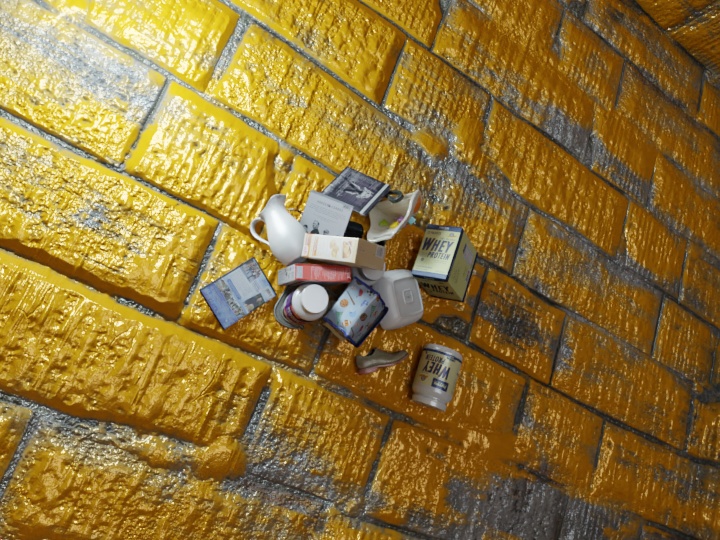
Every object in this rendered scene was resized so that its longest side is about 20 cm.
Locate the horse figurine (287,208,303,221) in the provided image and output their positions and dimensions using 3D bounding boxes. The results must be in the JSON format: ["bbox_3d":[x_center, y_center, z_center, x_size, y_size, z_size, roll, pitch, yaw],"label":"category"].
[{"bbox_3d":[-0.166,-0.135,1.699,0.131,0.050,0.203,-6,86,-26],"label":"horse figurine"}]

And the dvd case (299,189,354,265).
[{"bbox_3d":[-0.122,-0.136,1.643,0.148,0.025,0.203,20,92,-6],"label":"dvd case"}]

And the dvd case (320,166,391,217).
[{"bbox_3d":[-0.016,-0.269,1.733,0.149,0.199,0.016,-48,148,-22],"label":"dvd case"}]

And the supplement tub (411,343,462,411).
[{"bbox_3d":[0.262,0.371,1.783,0.144,0.145,0.202,25,73,-20],"label":"supplement tub"}]

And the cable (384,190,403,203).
[{"bbox_3d":[0.077,-0.253,1.755,0.097,0.198,0.051,-53,133,-32],"label":"cable"}]

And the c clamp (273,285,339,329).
[{"bbox_3d":[-0.181,0.110,1.673,0.171,0.027,0.201,41,68,-15],"label":"c clamp"}]

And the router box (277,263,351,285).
[{"bbox_3d":[-0.146,0.018,1.587,0.177,0.199,0.050,3,83,-24],"label":"router box"}]

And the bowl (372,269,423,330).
[{"bbox_3d":[0.139,0.094,1.772,0.198,0.074,0.203,-9,86,-42],"label":"bowl"}]

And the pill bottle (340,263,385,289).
[{"bbox_3d":[0.000,0.000,1.677,0.111,0.199,0.114,4,81,-24],"label":"pill bottle"}]

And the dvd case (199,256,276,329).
[{"bbox_3d":[-0.376,0.068,1.591,0.199,0.018,0.144,-34,97,-24],"label":"dvd case"}]

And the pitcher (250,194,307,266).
[{"bbox_3d":[-0.250,-0.105,1.586,0.121,0.171,0.202,-12,70,-58],"label":"pitcher"}]

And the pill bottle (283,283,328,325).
[{"bbox_3d":[-0.162,0.101,1.561,0.110,0.200,0.113,4,77,-19],"label":"pill bottle"}]

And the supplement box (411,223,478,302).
[{"bbox_3d":[0.301,-0.025,1.812,0.200,0.133,0.202,43,62,-51],"label":"supplement box"}]

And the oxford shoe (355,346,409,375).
[{"bbox_3d":[0.075,0.293,1.748,0.198,0.070,0.076,-13,83,-27],"label":"oxford shoe"}]

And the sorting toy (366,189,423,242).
[{"bbox_3d":[0.104,-0.161,1.714,0.107,0.198,0.181,57,47,-24],"label":"sorting toy"}]

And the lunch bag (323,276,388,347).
[{"bbox_3d":[-0.004,0.141,1.600,0.123,0.200,0.171,36,80,21],"label":"lunch bag"}]

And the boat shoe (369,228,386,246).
[{"bbox_3d":[0.059,-0.100,1.795,0.071,0.059,0.202,28,71,-19],"label":"boat shoe"}]

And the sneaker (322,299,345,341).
[{"bbox_3d":[-0.044,0.119,1.703,0.115,0.073,0.201,43,68,-27],"label":"sneaker"}]

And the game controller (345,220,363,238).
[{"bbox_3d":[-0.070,-0.123,1.726,0.198,0.042,0.106,12,95,-41],"label":"game controller"}]

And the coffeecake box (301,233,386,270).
[{"bbox_3d":[-0.048,-0.055,1.519,0.153,0.198,0.074,13,85,-55],"label":"coffeecake box"}]
